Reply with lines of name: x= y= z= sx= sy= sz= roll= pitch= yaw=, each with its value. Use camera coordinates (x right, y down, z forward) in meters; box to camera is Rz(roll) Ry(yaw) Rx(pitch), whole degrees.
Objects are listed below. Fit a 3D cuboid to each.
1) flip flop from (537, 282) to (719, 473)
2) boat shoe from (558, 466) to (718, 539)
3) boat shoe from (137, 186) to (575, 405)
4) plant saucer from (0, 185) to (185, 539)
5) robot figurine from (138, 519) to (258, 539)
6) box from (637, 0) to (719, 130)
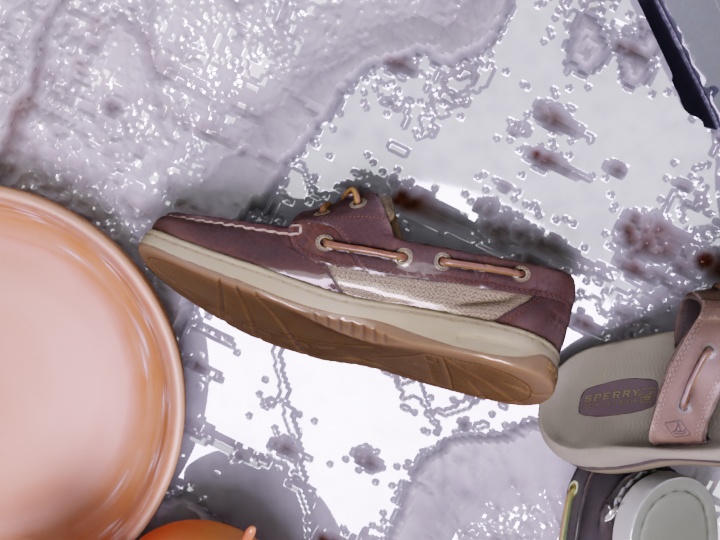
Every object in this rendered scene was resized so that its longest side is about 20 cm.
flip flop: x=0.144 y=0.039 z=0.811 sx=0.058 sy=0.200 sz=0.081 roll=38 pitch=57 yaw=-29
boat shoe: x=0.122 y=0.183 z=0.888 sx=0.071 sy=0.060 sz=0.202 roll=-6 pitch=106 yaw=-33
boat shoe: x=0.000 y=0.000 z=0.871 sx=0.199 sy=0.072 sz=0.072 roll=15 pitch=70 yaw=13
plant saucer: x=-0.178 y=0.057 z=0.904 sx=0.199 sy=0.037 sz=0.201 roll=1 pitch=99 yaw=6
robot figurine: x=-0.101 y=0.191 z=0.875 sx=0.200 sy=0.117 sz=0.144 roll=-37 pitch=82 yaw=13
box: x=0.187 y=-0.191 z=0.790 sx=0.199 sy=0.117 sz=0.197 roll=-27 pitch=96 yaw=8
